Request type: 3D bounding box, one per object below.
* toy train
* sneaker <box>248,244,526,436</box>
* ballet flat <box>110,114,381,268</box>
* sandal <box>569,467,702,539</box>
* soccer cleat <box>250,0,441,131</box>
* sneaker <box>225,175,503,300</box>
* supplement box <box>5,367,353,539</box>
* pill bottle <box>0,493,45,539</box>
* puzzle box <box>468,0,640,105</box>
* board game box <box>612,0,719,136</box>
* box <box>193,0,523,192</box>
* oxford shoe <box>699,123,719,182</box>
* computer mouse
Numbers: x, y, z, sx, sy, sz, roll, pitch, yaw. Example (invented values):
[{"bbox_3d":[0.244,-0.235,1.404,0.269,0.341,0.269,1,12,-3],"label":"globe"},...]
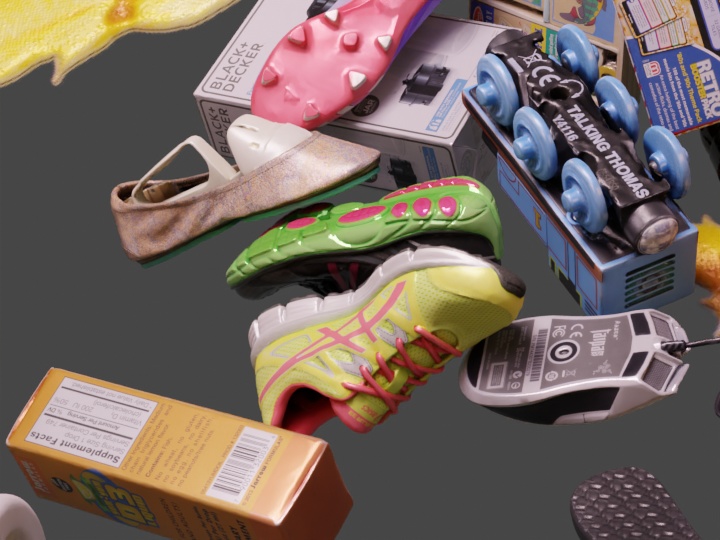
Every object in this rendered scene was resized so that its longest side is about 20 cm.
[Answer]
[{"bbox_3d":[0.133,-0.062,1.519,0.086,0.115,0.200,-21,48,-17],"label":"toy train"},{"bbox_3d":[0.017,0.052,1.468,0.200,0.078,0.091,-24,48,36],"label":"sneaker"},{"bbox_3d":[-0.081,-0.059,1.575,0.199,0.067,0.068,-21,11,28],"label":"ballet flat"},{"bbox_3d":[0.169,0.178,1.347,0.075,0.045,0.200,-16,31,-5],"label":"sandal"},{"bbox_3d":[0.005,-0.160,1.618,0.067,0.076,0.200,39,82,8],"label":"soccer cleat"},{"bbox_3d":[0.000,0.000,1.535,0.199,0.084,0.077,-9,20,35],"label":"sneaker"},{"bbox_3d":[-0.109,0.119,1.468,0.199,0.067,0.069,15,57,29],"label":"supplement box"},{"bbox_3d":[-0.288,0.188,1.429,0.199,0.111,0.111,-4,47,15],"label":"pill bottle"},{"bbox_3d":[0.128,-0.213,1.611,0.133,0.201,0.025,26,40,36],"label":"puzzle box"},{"bbox_3d":[0.251,-0.178,1.486,0.199,0.152,0.046,-16,5,21],"label":"board game box"},{"bbox_3d":[0.003,-0.118,1.656,0.199,0.060,0.117,14,53,28],"label":"box"},{"bbox_3d":[0.305,-0.123,1.557,0.199,0.073,0.085,-18,43,0],"label":"oxford shoe"},{"bbox_3d":[0.156,0.057,1.449,0.199,0.044,0.110,-6,43,21],"label":"computer mouse"}]
